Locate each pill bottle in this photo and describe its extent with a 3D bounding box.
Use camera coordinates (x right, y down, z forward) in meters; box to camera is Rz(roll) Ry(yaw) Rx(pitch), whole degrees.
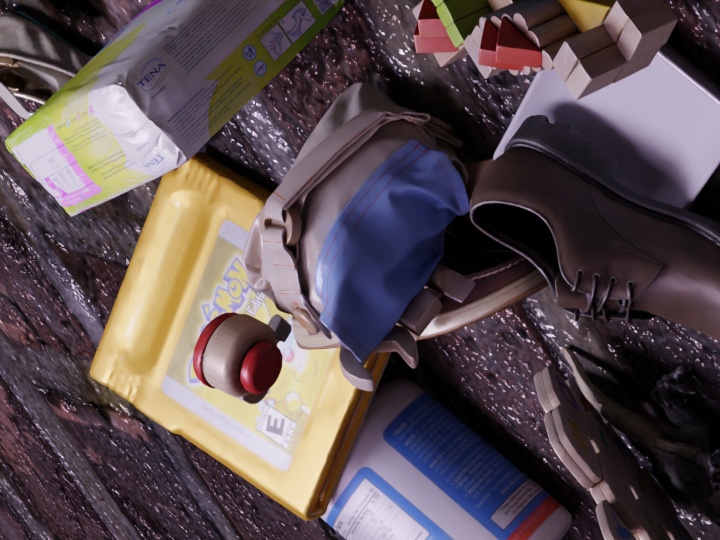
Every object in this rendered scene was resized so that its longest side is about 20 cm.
[{"bbox_3d":[0.034,0.143,1.850,0.200,0.112,0.112,41,155,9],"label":"pill bottle"}]

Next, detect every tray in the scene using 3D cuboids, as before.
[{"bbox_3d":[0.138,-0.073,1.462,0.107,0.022,0.200,41,155,7],"label":"tray"}]

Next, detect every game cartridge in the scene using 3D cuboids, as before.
[{"bbox_3d":[-0.075,0.040,1.818,0.199,0.032,0.177,30,109,26],"label":"game cartridge"}]

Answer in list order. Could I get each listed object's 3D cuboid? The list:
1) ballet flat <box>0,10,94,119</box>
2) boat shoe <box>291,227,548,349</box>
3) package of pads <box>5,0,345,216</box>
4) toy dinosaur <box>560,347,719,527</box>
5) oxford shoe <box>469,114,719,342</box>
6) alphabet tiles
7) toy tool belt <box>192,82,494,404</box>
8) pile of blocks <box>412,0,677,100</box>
[{"bbox_3d":[-0.184,-0.111,1.838,0.199,0.062,0.068,26,150,33],"label":"ballet flat"},{"bbox_3d":[0.028,0.000,1.676,0.199,0.072,0.072,-9,103,46],"label":"boat shoe"},{"bbox_3d":[-0.115,-0.113,1.622,0.068,0.155,0.200,49,155,-12],"label":"package of pads"},{"bbox_3d":[0.193,0.105,1.632,0.200,0.047,0.088,42,162,12],"label":"toy dinosaur"},{"bbox_3d":[0.143,0.004,1.451,0.199,0.084,0.073,31,151,22],"label":"oxford shoe"},{"bbox_3d":[0.169,0.147,1.633,0.200,0.015,0.196,50,-167,-21],"label":"alphabet tiles"},{"bbox_3d":[0.000,0.000,1.582,0.123,0.201,0.125,26,169,34],"label":"toy tool belt"},{"bbox_3d":[0.073,-0.133,1.382,0.200,0.062,0.083,15,127,59],"label":"pile of blocks"}]
